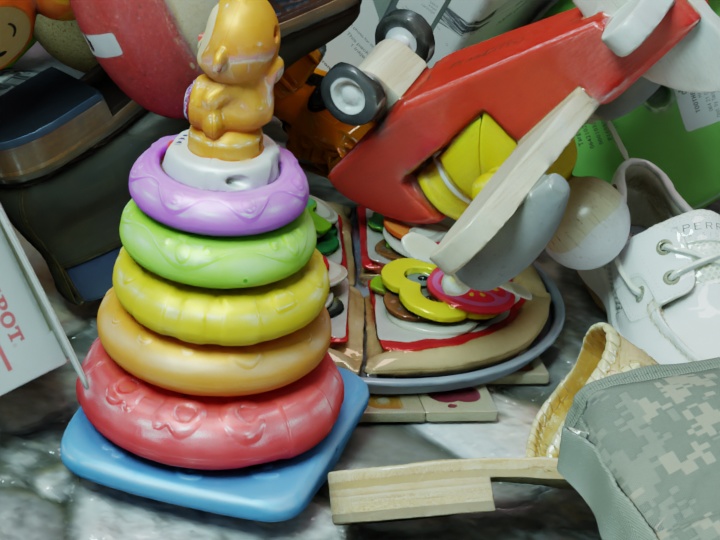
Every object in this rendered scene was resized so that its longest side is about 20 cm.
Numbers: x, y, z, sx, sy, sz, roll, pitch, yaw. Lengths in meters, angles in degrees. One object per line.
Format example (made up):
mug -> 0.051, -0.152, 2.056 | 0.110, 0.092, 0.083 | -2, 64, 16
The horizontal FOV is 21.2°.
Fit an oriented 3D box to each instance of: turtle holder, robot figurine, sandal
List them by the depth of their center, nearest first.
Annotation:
sandal -> 0.089, 0.056, 0.758 | 0.210, 0.070, 0.078 | -4, -8, -15
robot figurine -> -0.057, -0.105, 1.053 | 0.145, 0.058, 0.200 | 43, -8, -28
turtle holder -> 0.140, -0.087, 1.065 | 0.141, 0.186, 0.132 | 40, 4, -13

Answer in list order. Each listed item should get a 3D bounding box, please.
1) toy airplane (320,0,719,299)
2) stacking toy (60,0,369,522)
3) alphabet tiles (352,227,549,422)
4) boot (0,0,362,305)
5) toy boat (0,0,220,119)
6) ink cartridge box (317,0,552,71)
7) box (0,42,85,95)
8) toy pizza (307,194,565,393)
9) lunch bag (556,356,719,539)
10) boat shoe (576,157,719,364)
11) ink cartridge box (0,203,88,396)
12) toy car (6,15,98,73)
toy airplane -> 0.094, -0.068, 0.888 | 0.199, 0.142, 0.199 | -31, 17, -7
stacking toy -> -0.054, -0.013, 0.746 | 0.109, 0.201, 0.116 | 13, 29, 13
alphabet tiles -> -0.006, 0.021, 0.918 | 0.165, 0.006, 0.200 | 1, 25, -12
boot -> -0.078, -0.066, 0.896 | 0.199, 0.097, 0.075 | -27, 32, -16
toy boat -> -0.126, -0.124, 0.797 | 0.130, 0.131, 0.200 | -33, 32, -11
ink cartridge box -> 0.069, -0.180, 1.033 | 0.084, 0.200, 0.145 | 44, 57, 8
box -> -0.210, -0.101, 1.088 | 0.157, 0.049, 0.200 | 9, 25, 7
toy pizza -> 0.000, 0.000, 0.919 | 0.199, 0.032, 0.200 | 5, 24, -2
lunch bag -> 0.175, 0.102, 0.652 | 0.199, 0.118, 0.164 | 4, 24, -15
boat shoe -> 0.152, 0.004, 0.915 | 0.070, 0.070, 0.200 | 2, 26, -17
ink cartridge box -> -0.179, -0.016, 0.782 | 0.068, 0.116, 0.200 | -27, 24, -10
toy car -> -0.123, -0.144, 0.971 | 0.200, 0.164, 0.158 | 48, 4, 24
